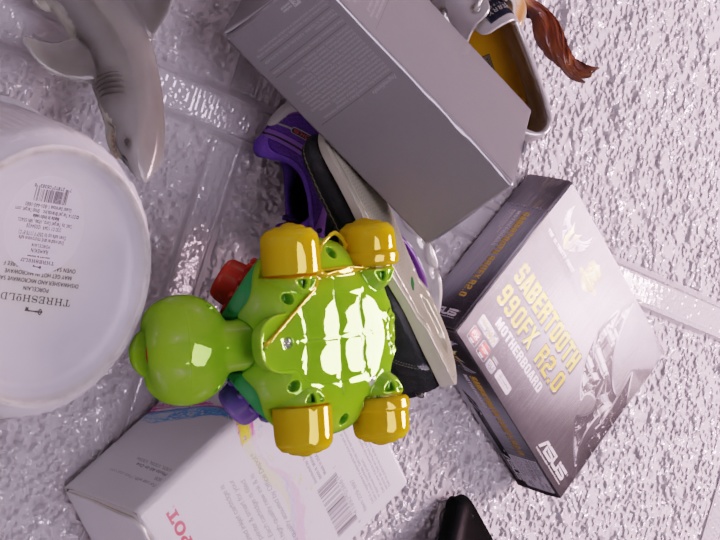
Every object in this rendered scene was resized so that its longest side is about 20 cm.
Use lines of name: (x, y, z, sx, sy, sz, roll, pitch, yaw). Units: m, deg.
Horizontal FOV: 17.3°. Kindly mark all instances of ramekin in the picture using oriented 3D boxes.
ramekin: (-0.219, -0.004, 1.413, 0.200, 0.105, 0.201, -12, 108, -41)

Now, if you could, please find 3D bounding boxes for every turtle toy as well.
turtle toy: (-0.054, 0.043, 1.487, 0.200, 0.101, 0.146, -4, 91, -49)

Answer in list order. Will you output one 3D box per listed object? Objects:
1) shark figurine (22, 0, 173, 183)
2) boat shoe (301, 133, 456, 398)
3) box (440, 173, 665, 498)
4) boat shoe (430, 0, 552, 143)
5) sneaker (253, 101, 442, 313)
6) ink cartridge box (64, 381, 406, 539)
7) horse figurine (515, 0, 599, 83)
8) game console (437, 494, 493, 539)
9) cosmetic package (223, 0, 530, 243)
shark figurine: (-0.163, -0.172, 1.431, 0.215, 0.089, 0.128, 54, 25, -19)
boat shoe: (0.000, 0.000, 1.582, 0.072, 0.068, 0.200, -73, 143, -65)
box: (0.142, 0.052, 1.815, 0.158, 0.048, 0.200, -50, 130, -23)
boat shoe: (0.080, -0.178, 1.623, 0.071, 0.070, 0.200, -27, 103, -30)
sneaker: (-0.014, -0.031, 1.642, 0.083, 0.081, 0.200, -38, 115, -14)
ink cartridge box: (-0.082, 0.146, 1.594, 0.200, 0.087, 0.145, -44, 126, -30)
horse figurine: (0.076, -0.164, 1.690, 0.200, 0.050, 0.133, -7, 87, -35)
game console: (0.054, 0.302, 1.811, 0.176, 0.116, 0.200, -75, 145, -46)
cosmetic package: (0.016, -0.128, 1.556, 0.200, 0.090, 0.107, 49, 29, -17)
